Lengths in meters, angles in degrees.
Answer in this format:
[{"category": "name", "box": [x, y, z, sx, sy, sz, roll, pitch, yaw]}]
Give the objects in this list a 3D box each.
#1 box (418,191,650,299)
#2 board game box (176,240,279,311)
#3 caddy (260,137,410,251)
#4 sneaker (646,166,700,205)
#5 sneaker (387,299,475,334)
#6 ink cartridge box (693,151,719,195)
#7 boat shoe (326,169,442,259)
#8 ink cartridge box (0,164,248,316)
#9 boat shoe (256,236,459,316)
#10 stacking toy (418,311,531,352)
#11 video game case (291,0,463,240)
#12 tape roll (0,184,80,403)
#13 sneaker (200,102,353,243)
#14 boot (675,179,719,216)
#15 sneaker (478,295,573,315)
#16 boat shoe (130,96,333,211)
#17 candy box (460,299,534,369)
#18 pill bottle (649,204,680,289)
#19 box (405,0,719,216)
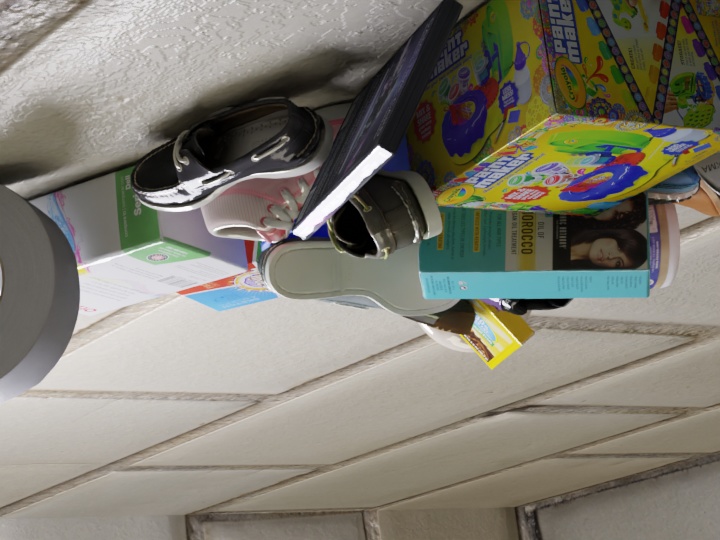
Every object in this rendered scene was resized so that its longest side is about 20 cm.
[{"category": "box", "box": [0.153, -0.022, 1.522, 0.199, 0.083, 0.049, -1, 150, 8]}, {"category": "board game box", "box": [-0.097, -0.009, 1.864, 0.199, 0.041, 0.153, -13, 164, 19]}, {"category": "caddy", "box": [0.003, -0.053, 1.629, 0.199, 0.106, 0.141, -10, 165, 7]}, {"category": "sneaker", "box": [0.219, -0.108, 1.554, 0.199, 0.090, 0.078, 11, 176, -21]}, {"category": "sneaker", "box": [0.031, -0.011, 1.727, 0.199, 0.090, 0.067, 21, -169, 1]}, {"category": "ink cartridge box", "box": [0.353, -0.062, 1.592, 0.050, 0.201, 0.162, -15, 163, 27]}, {"category": "boat shoe", "box": [0.004, -0.045, 1.432, 0.060, 0.072, 0.202, -25, -171, -16]}, {"category": "ink cartridge box", "box": [-0.230, -0.027, 1.650, 0.199, 0.088, 0.145, -18, 161, 26]}, {"category": "boat shoe", "box": [0.000, 0.000, 1.584, 0.199, 0.073, 0.062, 3, -175, -24]}, {"category": "stacking toy", "box": [0.102, 0.011, 1.948, 0.145, 0.147, 0.200, -4, -177, -13]}, {"category": "video game case", "box": [0.010, -0.116, 1.368, 0.019, 0.143, 0.200, 30, 154, -11]}, {"category": "tape roll", "box": [-0.352, 0.021, 1.545, 0.199, 0.201, 0.066, -11, 165, 11]}, {"category": "sneaker", "box": [-0.050, -0.079, 1.522, 0.199, 0.105, 0.075, -11, 162, 9]}, {"category": "boot", "box": [0.264, -0.082, 1.696, 0.155, 0.077, 0.200, -22, 155, 29]}, {"category": "sneaker", "box": [0.177, 0.004, 1.621, 0.200, 0.087, 0.076, -17, 134, -46]}, {"category": "boat shoe", "box": [-0.121, -0.100, 1.467, 0.199, 0.074, 0.060, -9, 156, 30]}, {"category": "candy box", "box": [0.089, 0.010, 1.780, 0.026, 0.200, 0.102, -41, 176, -24]}, {"category": "pill bottle", "box": [0.217, -0.032, 1.787, 0.199, 0.120, 0.120, -6, 165, -6]}, {"category": "box", "box": [0.165, -0.136, 1.388, 0.192, 0.123, 0.200, 3, 161, -30]}]
